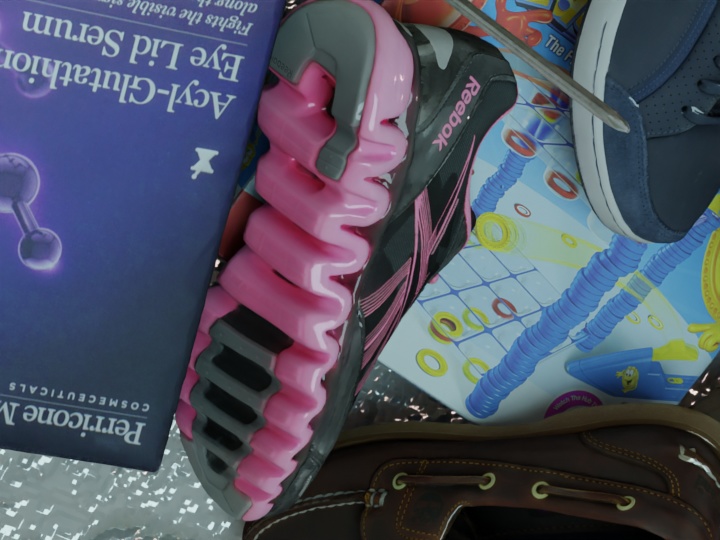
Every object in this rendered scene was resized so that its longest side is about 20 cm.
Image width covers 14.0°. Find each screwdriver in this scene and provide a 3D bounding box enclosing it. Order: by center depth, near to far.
[{"bbox_3d":[0.026,-0.091,0.984,0.029,0.200,0.028,-31,135,-11],"label":"screwdriver"}]

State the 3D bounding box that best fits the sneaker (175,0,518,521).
[{"bbox_3d":[0.000,0.000,1.021,0.095,0.079,0.201,-3,123,-42],"label":"sneaker"}]

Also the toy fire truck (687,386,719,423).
[{"bbox_3d":[0.190,0.150,1.098,0.128,0.200,0.177,-30,117,-27],"label":"toy fire truck"}]

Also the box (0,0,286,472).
[{"bbox_3d":[-0.122,-0.047,1.009,0.147,0.104,0.201,9,108,-19],"label":"box"}]

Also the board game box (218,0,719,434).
[{"bbox_3d":[0.069,-0.045,1.087,0.200,0.056,0.196,33,100,-23],"label":"board game box"}]

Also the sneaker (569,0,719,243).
[{"bbox_3d":[0.151,-0.081,0.977,0.077,0.146,0.203,-9,121,-41],"label":"sneaker"}]

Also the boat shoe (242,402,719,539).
[{"bbox_3d":[0.040,0.096,1.078,0.199,0.070,0.071,-13,123,28],"label":"boat shoe"}]
